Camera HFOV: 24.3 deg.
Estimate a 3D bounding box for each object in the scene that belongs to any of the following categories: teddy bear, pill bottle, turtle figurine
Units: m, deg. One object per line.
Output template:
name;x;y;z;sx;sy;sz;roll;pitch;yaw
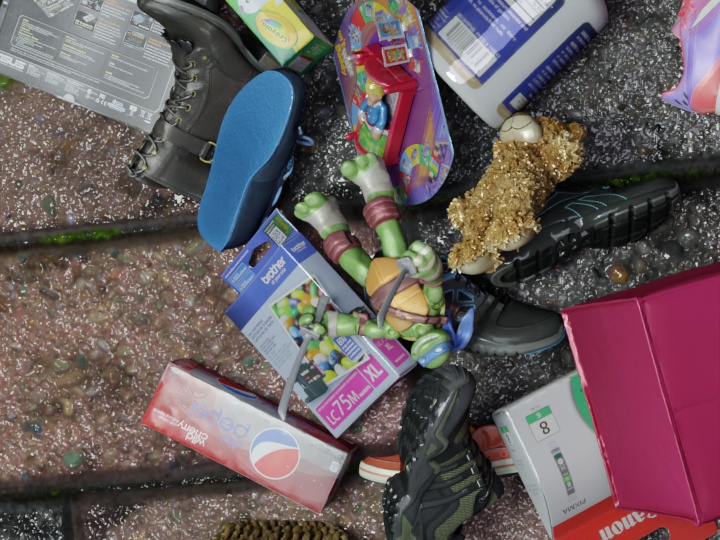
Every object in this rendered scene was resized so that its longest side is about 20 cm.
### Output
teddy bear;0.135;-0.076;1.494;0.067;0.145;0.200;39;64;-11
pill bottle;0.156;-0.240;1.532;0.200;0.120;0.120;-43;86;9
turtle figurine;0.000;0.000;1.487;0.199;0.144;0.195;-14;64;-25

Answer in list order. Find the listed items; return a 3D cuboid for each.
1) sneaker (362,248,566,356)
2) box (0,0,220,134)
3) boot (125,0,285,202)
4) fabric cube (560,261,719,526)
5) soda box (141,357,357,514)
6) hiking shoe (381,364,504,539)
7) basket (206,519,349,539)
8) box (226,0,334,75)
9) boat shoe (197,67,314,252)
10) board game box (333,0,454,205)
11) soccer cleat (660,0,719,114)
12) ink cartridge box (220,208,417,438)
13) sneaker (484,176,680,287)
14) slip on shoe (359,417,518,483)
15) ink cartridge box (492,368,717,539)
sneaker;0.097;0.030;1.577;0.199;0.073;0.082;9;103;9
box;-0.254;-0.238;1.639;0.199;0.048;0.159;21;96;8
boot;-0.169;-0.159;1.579;0.200;0.069;0.175;31;96;-36
fabric cube;0.319;0.096;1.455;0.198;0.196;0.201;-16;90;-14
soda box;-0.108;0.160;1.629;0.199;0.063;0.070;27;97;8
hiking shoe;0.085;0.171;1.518;0.100;0.076;0.201;6;121;-16
basket;-0.078;0.323;1.565;0.142;0.200;0.150;0;91;8
box;-0.113;-0.277;1.578;0.048;0.117;0.200;-39;86;8
boat shoe;-0.098;-0.111;1.586;0.084;0.068;0.200;49;128;23
board game box;0.013;-0.156;1.550;0.039;0.158;0.201;-14;91;-32
soccer cleat;0.323;-0.245;1.532;0.073;0.068;0.201;7;97;13
ink cartridge box;-0.051;0.052;1.599;0.200;0.042;0.119;49;131;7
sneaker;0.200;-0.056;1.558;0.199;0.076;0.080;-20;62;-3
slip on shoe;0.096;0.169;1.593;0.199;0.074;0.062;-10;86;4
ink cartridge box;0.236;0.186;1.549;0.160;0.050;0.201;-25;86;-16
